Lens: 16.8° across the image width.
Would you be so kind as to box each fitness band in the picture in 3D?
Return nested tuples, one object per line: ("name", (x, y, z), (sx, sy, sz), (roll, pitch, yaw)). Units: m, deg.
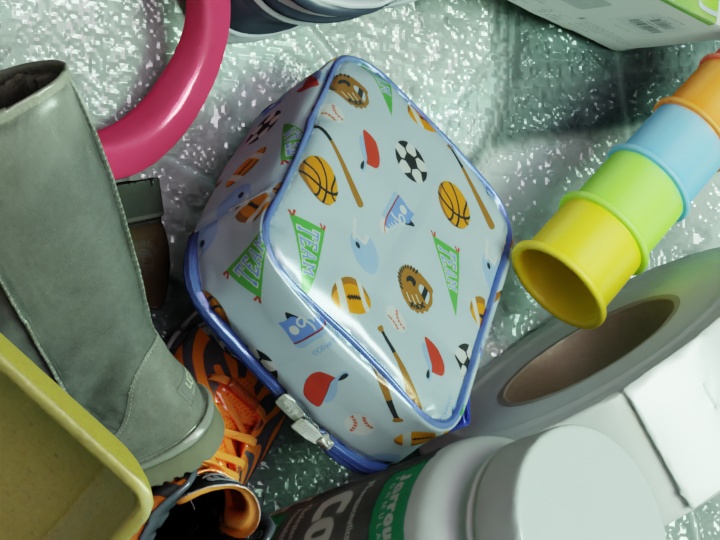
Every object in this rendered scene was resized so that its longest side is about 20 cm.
("fitness band", (-0.137, -0.126, 1.145), (0.144, 0.037, 0.200), (-60, 141, -9))

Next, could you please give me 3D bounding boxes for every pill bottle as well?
("pill bottle", (0.039, 0.141, 1.124), (0.113, 0.199, 0.114), (18, 61, -36))

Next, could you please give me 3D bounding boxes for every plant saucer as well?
("plant saucer", (-0.199, 0.079, 1.043), (0.200, 0.200, 0.048), (42, 33, 0))

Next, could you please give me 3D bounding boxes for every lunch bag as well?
("lunch bag", (0.000, 0.000, 1.194), (0.160, 0.075, 0.201), (47, 36, -18))

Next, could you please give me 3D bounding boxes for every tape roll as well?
("tape roll", (0.131, 0.068, 1.225), (0.202, 0.202, 0.071), (-35, 101, -28))

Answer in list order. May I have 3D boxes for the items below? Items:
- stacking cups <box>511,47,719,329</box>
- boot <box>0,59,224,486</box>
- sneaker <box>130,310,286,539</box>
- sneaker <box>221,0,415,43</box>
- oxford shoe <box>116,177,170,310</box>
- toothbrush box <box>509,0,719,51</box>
("stacking cups", (0.161, -0.060, 1.269), (0.061, 0.060, 0.200), (48, 68, -15))
("boot", (-0.167, 0.024, 1.068), (0.181, 0.073, 0.201), (-26, 126, 2))
("sneaker", (-0.066, 0.092, 1.162), (0.077, 0.112, 0.201), (35, 68, -21))
("sneaker", (0.016, -0.171, 1.244), (0.199, 0.108, 0.071), (-25, 96, -29))
("oxford shoe", (-0.174, 0.015, 1.137), (0.199, 0.073, 0.085), (-14, 97, -28))
("toothbrush box", (0.139, -0.235, 1.309), (0.145, 0.086, 0.202), (18, 72, -50))
